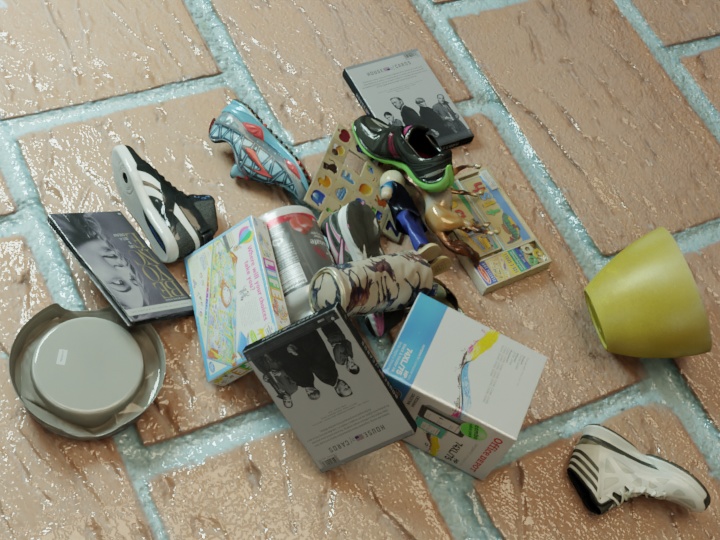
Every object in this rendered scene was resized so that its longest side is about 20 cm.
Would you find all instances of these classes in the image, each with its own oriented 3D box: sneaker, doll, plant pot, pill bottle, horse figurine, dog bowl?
[{"bbox_3d":[0.000,0.000,1.655,0.080,0.086,0.200,-16,92,-43],"label":"sneaker"},{"bbox_3d":[0.074,-0.077,1.708,0.048,0.136,0.200,-33,50,9],"label":"doll"},{"bbox_3d":[-0.281,-0.108,1.666,0.112,0.073,0.200,-20,71,-32],"label":"sneaker"},{"bbox_3d":[-0.154,-0.165,1.740,0.096,0.079,0.200,-43,85,-1],"label":"sneaker"},{"bbox_3d":[0.072,-0.197,1.738,0.200,0.084,0.077,33,43,29],"label":"sneaker"},{"bbox_3d":[0.420,0.052,1.696,0.142,0.200,0.200,-20,63,5],"label":"plant pot"},{"bbox_3d":[-0.084,0.016,1.610,0.111,0.111,0.200,-13,63,-22],"label":"pill bottle"},{"bbox_3d":[0.382,0.312,1.585,0.200,0.076,0.115,28,64,13],"label":"sneaker"},{"bbox_3d":[0.139,-0.100,1.750,0.132,0.050,0.200,0,59,-16],"label":"horse figurine"},{"bbox_3d":[-0.361,0.134,1.493,0.200,0.059,0.200,7,56,-11],"label":"dog bowl"}]

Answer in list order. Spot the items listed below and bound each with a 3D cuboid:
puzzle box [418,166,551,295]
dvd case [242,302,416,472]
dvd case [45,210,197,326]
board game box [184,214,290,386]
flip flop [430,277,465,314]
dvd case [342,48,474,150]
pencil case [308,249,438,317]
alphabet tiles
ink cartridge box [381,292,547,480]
[{"bbox_3d":[0.196,-0.067,1.789,0.133,0.025,0.200,-22,67,-25],"label":"puzzle box"},{"bbox_3d":[-0.040,0.155,1.466,0.200,0.150,0.025,58,23,-14],"label":"dvd case"},{"bbox_3d":[-0.328,-0.007,1.567,0.200,0.016,0.149,49,24,16],"label":"dvd case"},{"bbox_3d":[-0.171,0.042,1.563,0.034,0.134,0.200,24,44,-50],"label":"board game box"},{"bbox_3d":[0.107,0.046,1.667,0.081,0.058,0.200,-25,56,-28],"label":"flip flop"},{"bbox_3d":[0.079,-0.278,1.890,0.150,0.025,0.200,-19,65,-25],"label":"dvd case"},{"bbox_3d":[0.016,0.027,1.548,0.200,0.078,0.090,-10,88,-45],"label":"pencil case"},{"bbox_3d":[0.002,-0.112,1.744,0.167,0.008,0.200,33,54,-17],"label":"alphabet tiles"},{"bbox_3d":[0.127,0.161,1.554,0.200,0.147,0.146,26,55,3],"label":"ink cartridge box"}]
